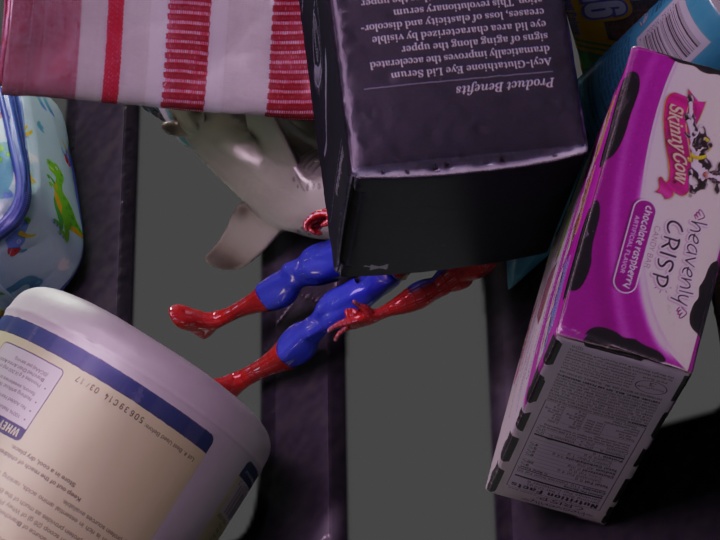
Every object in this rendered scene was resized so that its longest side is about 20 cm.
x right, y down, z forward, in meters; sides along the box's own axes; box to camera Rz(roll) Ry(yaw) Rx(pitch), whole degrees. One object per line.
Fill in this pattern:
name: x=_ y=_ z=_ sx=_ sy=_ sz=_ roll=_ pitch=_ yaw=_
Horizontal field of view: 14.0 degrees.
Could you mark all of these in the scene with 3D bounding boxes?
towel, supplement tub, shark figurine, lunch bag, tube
towel: x=-0.069 y=-0.148 z=1.413 sx=0.200 sy=0.023 sz=0.144 roll=4 pitch=91 yaw=-6
supplement tub: x=-0.150 y=0.125 z=1.384 sx=0.145 sy=0.145 sz=0.200 roll=23 pitch=75 yaw=40
shark figurine: x=-0.057 y=-0.092 z=1.497 sx=0.128 sy=0.215 sz=0.089 roll=-38 pitch=-1 yaw=44
lunch bag: x=-0.254 y=-0.028 z=1.594 sx=0.200 sy=0.082 sz=0.161 roll=-26 pitch=48 yaw=15
tube: x=0.120 y=-0.072 z=1.364 sx=0.200 sy=0.050 sz=0.078 roll=-43 pitch=34 yaw=45

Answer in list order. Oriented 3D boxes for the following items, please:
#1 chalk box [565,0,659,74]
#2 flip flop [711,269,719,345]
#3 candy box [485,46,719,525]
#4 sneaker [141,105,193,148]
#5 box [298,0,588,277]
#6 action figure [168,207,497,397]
chalk box: x=0.192 y=-0.179 z=1.364 sx=0.200 sy=0.124 sz=0.125 roll=-3 pitch=57 yaw=13
flip flop: x=0.188 y=-0.005 z=1.308 sx=0.057 sy=0.081 sz=0.200 roll=-2 pitch=53 yaw=14
candy box: x=0.111 y=0.012 z=1.259 sx=0.061 sy=0.200 sz=0.137 roll=17 pitch=67 yaw=0
sneaker: x=-0.109 y=-0.165 z=1.538 sx=0.078 sy=0.200 sz=0.091 roll=-15 pitch=21 yaw=-32
box: x=0.030 y=-0.114 z=1.316 sx=0.104 sy=0.148 sz=0.200 roll=-6 pitch=75 yaw=-5
action figure: x=0.000 y=0.000 z=1.418 sx=0.200 sy=0.052 sz=0.065 roll=-28 pitch=64 yaw=20
